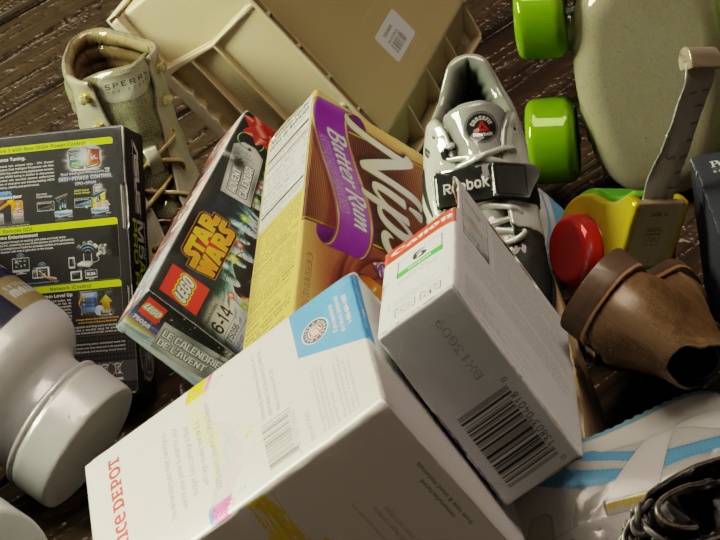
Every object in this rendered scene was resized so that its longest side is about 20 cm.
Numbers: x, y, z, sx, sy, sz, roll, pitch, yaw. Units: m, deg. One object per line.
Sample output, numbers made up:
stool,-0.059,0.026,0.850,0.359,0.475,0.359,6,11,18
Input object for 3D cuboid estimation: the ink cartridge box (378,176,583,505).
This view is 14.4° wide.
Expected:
ink cartridge box,0.060,0.031,1.457,0.050,0.109,0.200,-35,13,11

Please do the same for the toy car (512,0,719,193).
toy car,0.189,-0.149,1.831,0.163,0.159,0.200,-4,20,8

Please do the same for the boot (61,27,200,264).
boot,-0.125,-0.055,1.757,0.072,0.156,0.200,-21,31,-14

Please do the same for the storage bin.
storage bin,-0.034,-0.163,1.872,0.094,0.199,0.200,-34,16,35

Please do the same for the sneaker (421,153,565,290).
sneaker,0.079,-0.029,1.750,0.072,0.072,0.200,23,9,-26

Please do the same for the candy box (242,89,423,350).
candy box,0.000,0.000,1.638,0.056,0.116,0.201,-45,25,35

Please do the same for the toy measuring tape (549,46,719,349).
toy measuring tape,0.152,-0.046,1.619,0.073,0.201,0.074,12,26,-6

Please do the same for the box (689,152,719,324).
box,0.297,0.006,1.570,0.198,0.105,0.183,-10,32,2

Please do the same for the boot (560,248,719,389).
boot,0.167,0.039,1.552,0.075,0.074,0.200,37,8,16

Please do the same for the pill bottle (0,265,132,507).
pill bottle,-0.232,0.045,1.620,0.199,0.111,0.111,34,46,12

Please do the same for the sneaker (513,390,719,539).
sneaker,0.137,0.129,1.452,0.199,0.077,0.081,-29,37,-23

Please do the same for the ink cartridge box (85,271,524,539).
ink cartridge box,-0.039,0.127,1.416,0.200,0.125,0.129,-36,28,12

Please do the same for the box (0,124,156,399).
box,-0.225,0.003,1.702,0.198,0.161,0.044,-6,-8,10

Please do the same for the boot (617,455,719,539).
boot,0.117,0.149,1.324,0.199,0.174,0.069,-23,65,-21

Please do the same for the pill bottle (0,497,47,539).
pill bottle,-0.262,0.139,1.529,0.114,0.115,0.199,-32,37,-31

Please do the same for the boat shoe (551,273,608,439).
boat shoe,0.096,0.067,1.577,0.064,0.072,0.200,-20,32,5

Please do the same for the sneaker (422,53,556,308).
sneaker,0.065,-0.045,1.612,0.074,0.089,0.201,-10,41,1

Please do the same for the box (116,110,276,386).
box,-0.050,0.007,1.664,0.040,0.137,0.200,-47,12,35
